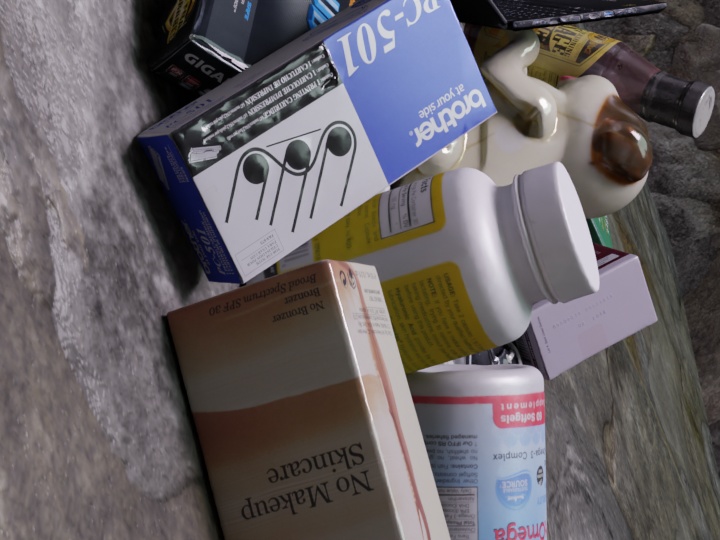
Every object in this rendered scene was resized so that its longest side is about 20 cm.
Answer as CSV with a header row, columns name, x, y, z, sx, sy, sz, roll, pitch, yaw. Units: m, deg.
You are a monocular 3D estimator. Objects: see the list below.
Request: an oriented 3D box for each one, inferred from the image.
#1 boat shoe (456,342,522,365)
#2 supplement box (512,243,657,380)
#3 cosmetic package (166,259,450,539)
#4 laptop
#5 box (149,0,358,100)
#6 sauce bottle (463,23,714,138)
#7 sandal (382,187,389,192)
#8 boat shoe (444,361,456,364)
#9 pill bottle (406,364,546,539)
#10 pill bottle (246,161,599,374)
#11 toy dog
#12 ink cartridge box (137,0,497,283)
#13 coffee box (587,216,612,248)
name,x,y,z,sx,sy,sz,roll,pitch,yaw
boat shoe,0.095,0.078,1.375,0.072,0.067,0.202,-102,-176,-62
supplement box,0.139,0.020,1.453,0.200,0.108,0.061,25,-42,65
cosmetic package,-0.021,0.105,0.951,0.087,0.103,0.202,7,65,-72
laptop,0.088,-0.230,1.283,0.177,0.198,0.104,-153,-124,-63
box,-0.037,-0.166,1.104,0.158,0.046,0.201,32,50,-28
sauce bottle,0.173,-0.151,1.371,0.066,0.199,0.066,-46,147,-42
sandal,0.001,-0.004,1.243,0.083,0.049,0.204,100,-16,-57
boat shoe,0.035,0.081,1.277,0.075,0.064,0.204,123,-33,-56
pill bottle,0.065,0.162,1.145,0.109,0.108,0.202,-2,90,-75
pill bottle,0.039,0.002,1.093,0.111,0.198,0.112,-17,90,-75
toy dog,0.112,-0.083,1.292,0.140,0.198,0.196,103,-23,-66
ink cartridge box,-0.021,-0.083,1.017,0.044,0.199,0.095,3,-57,57
coffee box,0.170,-0.088,1.533,0.200,0.044,0.124,54,25,-56
